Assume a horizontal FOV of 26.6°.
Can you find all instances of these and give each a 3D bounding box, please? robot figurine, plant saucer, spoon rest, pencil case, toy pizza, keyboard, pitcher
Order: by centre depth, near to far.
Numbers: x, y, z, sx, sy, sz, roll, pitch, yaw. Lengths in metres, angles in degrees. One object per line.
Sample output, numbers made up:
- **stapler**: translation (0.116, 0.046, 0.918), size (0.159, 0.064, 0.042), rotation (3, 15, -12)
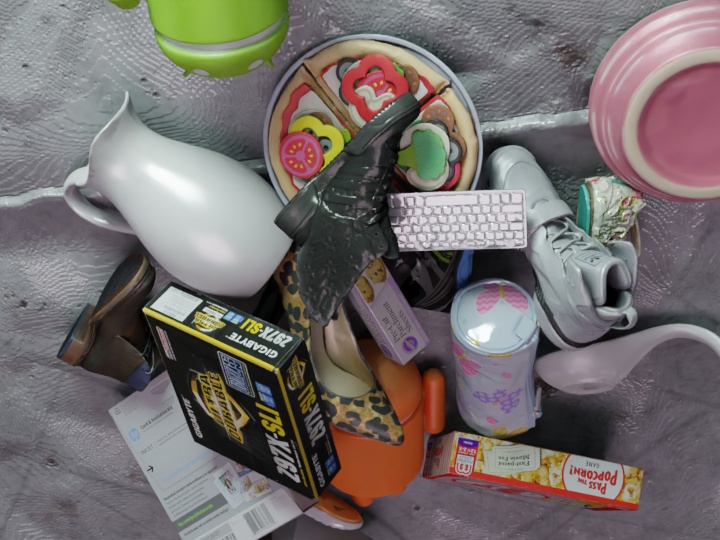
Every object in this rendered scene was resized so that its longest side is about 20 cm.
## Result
- **robot figurine**: translation (-0.119, -0.244, 1.234), size (0.175, 0.116, 0.200), rotation (-6, 131, 0)
- **plant saucer**: translation (0.302, -0.138, 1.328), size (0.200, 0.051, 0.201), rotation (1, 126, 1)
- **keyboard**: translation (0.046, -0.043, 1.346), size (0.200, 0.011, 0.056), rotation (-2, 121, 6)
- **toy pizza**: translation (0.008, -0.108, 1.348), size (0.200, 0.032, 0.200), rotation (4, 108, 11)
- **pitcher**: translation (-0.174, -0.054, 1.416), size (0.200, 0.121, 0.172), rotation (35, 146, -12)
- **pencil case**: translation (0.134, 0.090, 1.487), size (0.083, 0.091, 0.200), rotation (-39, 151, -17)
- **spoon rest**: translation (0.274, 0.088, 1.527), size (0.200, 0.061, 0.099), rotation (-3, 162, 10)
- **robot figurine**: translation (0.010, 0.152, 1.568), size (0.144, 0.117, 0.200), rotation (8, 133, 12)

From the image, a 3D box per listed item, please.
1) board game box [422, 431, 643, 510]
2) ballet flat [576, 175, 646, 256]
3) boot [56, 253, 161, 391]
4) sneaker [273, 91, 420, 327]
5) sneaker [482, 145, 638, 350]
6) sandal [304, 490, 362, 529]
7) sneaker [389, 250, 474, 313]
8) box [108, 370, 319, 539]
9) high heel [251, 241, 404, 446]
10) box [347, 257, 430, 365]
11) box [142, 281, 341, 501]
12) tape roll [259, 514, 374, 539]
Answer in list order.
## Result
- **board game box**: translation (0.177, 0.212, 1.599), size (0.200, 0.046, 0.152), rotation (12, 169, -5)
- **ballet flat**: translation (0.232, -0.004, 1.446), size (0.064, 0.076, 0.200), rotation (-3, 134, -6)
- **boot**: translation (-0.223, 0.055, 1.514), size (0.097, 0.075, 0.200), rotation (32, 143, -14)
- **sneaker**: translation (0.005, -0.052, 1.311), size (0.104, 0.060, 0.200), rotation (46, 107, -1)
- **sneaker**: translation (0.184, -0.027, 1.361), size (0.200, 0.075, 0.115), rotation (67, 157, -1)
- **sandal**: translation (-0.076, 0.207, 1.624), size (0.207, 0.079, 0.059), rotation (26, 98, 23)
- **sneaker**: translation (0.064, -0.033, 1.432), size (0.083, 0.071, 0.200), rotation (-3, 134, -2)
- **box**: translation (-0.156, 0.193, 1.592), size (0.156, 0.041, 0.200), rotation (-34, 85, 28)
- **high heel**: translation (-0.015, 0.065, 1.421), size (0.200, 0.071, 0.143), rotation (42, 131, 14)
- **box**: translation (0.000, 0.000, 1.453), size (0.041, 0.039, 0.200), rotation (-38, 114, -17)
- **box**: translation (-0.109, 0.115, 1.435), size (0.160, 0.049, 0.200), rotation (20, 144, 28)
- **tape roll**: translation (-0.083, 0.357, 1.694), size (0.139, 0.203, 0.203), rotation (36, 124, -25)
